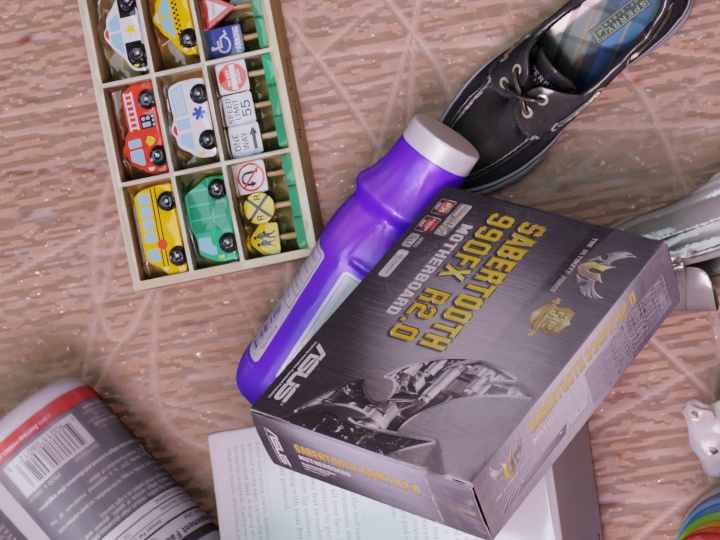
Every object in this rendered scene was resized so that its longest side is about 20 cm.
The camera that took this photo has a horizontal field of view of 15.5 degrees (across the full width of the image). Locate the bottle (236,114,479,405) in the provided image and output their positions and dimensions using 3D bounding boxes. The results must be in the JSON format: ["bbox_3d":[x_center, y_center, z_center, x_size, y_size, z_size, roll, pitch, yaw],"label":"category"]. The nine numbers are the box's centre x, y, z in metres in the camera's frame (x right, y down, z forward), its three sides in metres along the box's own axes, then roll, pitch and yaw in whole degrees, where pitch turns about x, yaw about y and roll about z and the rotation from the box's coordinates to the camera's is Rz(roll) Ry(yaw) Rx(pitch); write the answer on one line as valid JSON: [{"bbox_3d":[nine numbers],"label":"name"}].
[{"bbox_3d":[0.000,0.000,1.605,0.065,0.084,0.200,33,105,0],"label":"bottle"}]

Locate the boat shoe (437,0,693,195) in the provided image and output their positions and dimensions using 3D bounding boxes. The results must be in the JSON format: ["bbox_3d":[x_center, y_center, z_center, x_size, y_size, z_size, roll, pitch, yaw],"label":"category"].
[{"bbox_3d":[0.114,-0.120,1.598,0.200,0.057,0.069,-41,80,12],"label":"boat shoe"}]

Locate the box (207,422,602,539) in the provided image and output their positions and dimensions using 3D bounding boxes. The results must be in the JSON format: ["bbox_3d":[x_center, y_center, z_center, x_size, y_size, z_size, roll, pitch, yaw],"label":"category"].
[{"bbox_3d":[0.031,0.137,1.568,0.199,0.152,0.107,-10,80,13],"label":"box"}]

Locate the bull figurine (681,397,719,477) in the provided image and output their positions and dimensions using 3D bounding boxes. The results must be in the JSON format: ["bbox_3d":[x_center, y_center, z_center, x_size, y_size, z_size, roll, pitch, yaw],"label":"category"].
[{"bbox_3d":[0.290,0.090,1.545,0.199,0.065,0.122,21,110,2],"label":"bull figurine"}]

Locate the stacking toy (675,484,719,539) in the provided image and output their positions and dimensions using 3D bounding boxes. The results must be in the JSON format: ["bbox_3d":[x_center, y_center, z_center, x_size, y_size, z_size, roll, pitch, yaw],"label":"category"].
[{"bbox_3d":[0.210,0.169,1.503,0.085,0.200,0.086,0,90,14],"label":"stacking toy"}]

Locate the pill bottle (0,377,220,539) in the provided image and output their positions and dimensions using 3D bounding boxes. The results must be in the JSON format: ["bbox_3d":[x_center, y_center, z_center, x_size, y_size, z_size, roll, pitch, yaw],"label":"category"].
[{"bbox_3d":[-0.152,0.173,1.638,0.116,0.116,0.200,-44,81,10],"label":"pill bottle"}]

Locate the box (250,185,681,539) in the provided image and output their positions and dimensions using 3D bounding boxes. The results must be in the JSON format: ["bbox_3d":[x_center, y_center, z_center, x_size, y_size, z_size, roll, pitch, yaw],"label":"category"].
[{"bbox_3d":[0.059,0.047,1.478,0.158,0.048,0.200,16,52,38],"label":"box"}]

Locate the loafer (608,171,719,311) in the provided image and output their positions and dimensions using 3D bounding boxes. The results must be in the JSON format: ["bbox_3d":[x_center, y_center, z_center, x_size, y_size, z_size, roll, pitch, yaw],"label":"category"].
[{"bbox_3d":[0.190,-0.005,1.574,0.200,0.070,0.070,-28,75,12],"label":"loafer"}]

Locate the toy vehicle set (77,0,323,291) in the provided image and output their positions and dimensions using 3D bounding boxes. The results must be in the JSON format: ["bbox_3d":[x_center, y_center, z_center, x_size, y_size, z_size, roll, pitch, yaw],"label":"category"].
[{"bbox_3d":[-0.100,-0.096,1.668,0.124,0.027,0.201,-12,87,14],"label":"toy vehicle set"}]
